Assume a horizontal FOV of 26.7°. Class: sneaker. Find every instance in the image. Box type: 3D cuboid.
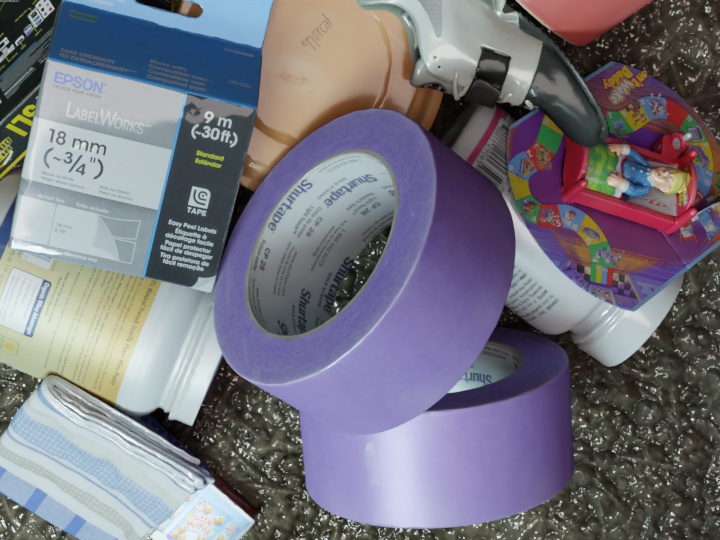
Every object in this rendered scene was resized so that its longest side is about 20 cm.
[{"bbox_3d":[0.081,-0.142,1.042,0.200,0.074,0.089,44,87,0],"label":"sneaker"}]

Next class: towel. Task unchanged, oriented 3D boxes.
[{"bbox_3d":[-0.210,0.159,1.170,0.146,0.024,0.200,33,142,-10],"label":"towel"}]

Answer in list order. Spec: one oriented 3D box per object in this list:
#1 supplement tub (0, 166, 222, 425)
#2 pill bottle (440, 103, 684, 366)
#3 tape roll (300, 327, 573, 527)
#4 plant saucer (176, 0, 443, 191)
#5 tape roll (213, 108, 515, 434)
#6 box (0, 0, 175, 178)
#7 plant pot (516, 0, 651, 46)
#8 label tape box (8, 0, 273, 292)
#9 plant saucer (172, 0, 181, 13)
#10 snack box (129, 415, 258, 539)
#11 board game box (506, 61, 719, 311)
[{"bbox_3d":[-0.193,0.022,1.136,0.199,0.144,0.145,23,104,-3],"label":"supplement tub"},{"bbox_3d":[0.134,-0.025,1.128,0.200,0.113,0.114,37,103,-7],"label":"pill bottle"},{"bbox_3d":[0.055,0.109,1.112,0.198,0.200,0.086,-4,103,3],"label":"tape roll"},{"bbox_3d":[-0.036,-0.147,1.075,0.198,0.032,0.202,-1,101,-7],"label":"plant saucer"},{"bbox_3d":[0.000,0.000,1.006,0.085,0.200,0.200,32,106,-37],"label":"tape roll"},{"bbox_3d":[-0.249,-0.182,1.096,0.200,0.049,0.160,-42,62,11],"label":"box"},{"bbox_3d":[0.166,-0.265,1.035,0.200,0.201,0.177,43,111,-8],"label":"plant pot"},{"bbox_3d":[-0.147,-0.101,1.022,0.143,0.063,0.201,12,108,-11],"label":"label tape box"},{"bbox_3d":[-0.041,-0.218,1.100,0.200,0.048,0.200,40,95,-12],"label":"plant saucer"},{"bbox_3d":[-0.180,0.160,1.232,0.200,0.024,0.072,42,101,-8],"label":"snack box"},{"bbox_3d":[0.199,-0.072,1.086,0.199,0.039,0.159,-32,85,-33],"label":"board game box"}]
